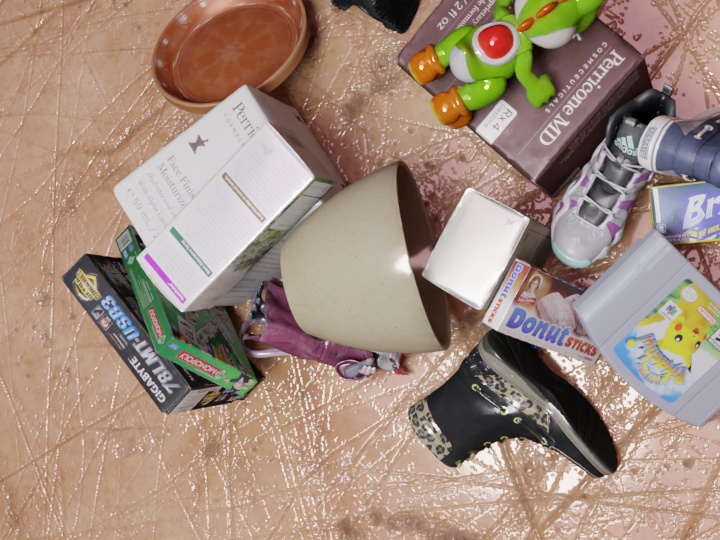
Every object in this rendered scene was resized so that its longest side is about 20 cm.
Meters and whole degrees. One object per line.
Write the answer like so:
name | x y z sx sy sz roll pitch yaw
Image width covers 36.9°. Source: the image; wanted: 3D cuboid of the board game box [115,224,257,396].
board game box | -0.200 0.044 1.229 0.029 0.134 0.200 -43 44 12

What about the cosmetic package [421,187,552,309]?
cosmetic package | 0.141 -0.017 1.127 0.073 0.200 0.104 30 96 18

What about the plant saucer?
plant saucer | -0.153 -0.264 1.285 0.199 0.032 0.201 -10 54 15

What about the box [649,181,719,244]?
box | 0.402 -0.067 1.109 0.199 0.070 0.065 -6 94 18

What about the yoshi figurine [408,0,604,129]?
yoshi figurine | 0.152 -0.222 1.030 0.200 0.112 0.112 -31 38 28

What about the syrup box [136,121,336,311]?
syrup box | -0.127 -0.052 1.108 0.200 0.079 0.081 -43 80 12

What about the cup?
cup | 0.000 0.000 1.124 0.143 0.200 0.201 -13 84 13

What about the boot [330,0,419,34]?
boot | -0.029 -0.336 1.197 0.168 0.200 0.077 26 92 12

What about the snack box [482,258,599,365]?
snack box | 0.202 0.046 1.111 0.024 0.200 0.072 34 99 42

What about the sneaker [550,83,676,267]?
sneaker | 0.259 -0.107 1.093 0.078 0.140 0.200 27 72 13

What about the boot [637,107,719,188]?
boot | 0.356 -0.112 1.058 0.090 0.200 0.073 27 117 35

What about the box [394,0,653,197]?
box | 0.177 -0.208 1.142 0.200 0.164 0.166 43 101 15

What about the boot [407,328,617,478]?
boot | 0.166 0.176 1.185 0.204 0.074 0.154 44 121 -5

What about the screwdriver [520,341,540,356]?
screwdriver | 0.217 0.056 1.188 0.029 0.028 0.200 39 105 -14

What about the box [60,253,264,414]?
box | -0.223 0.071 1.246 0.050 0.198 0.200 -44 76 10

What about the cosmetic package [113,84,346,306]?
cosmetic package | -0.135 -0.079 1.239 0.200 0.165 0.165 -36 79 13

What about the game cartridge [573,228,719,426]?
game cartridge | 0.320 0.068 1.103 0.200 0.041 0.133 40 105 -16

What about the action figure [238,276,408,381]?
action figure | -0.038 0.088 1.236 0.199 0.134 0.149 23 134 -8
